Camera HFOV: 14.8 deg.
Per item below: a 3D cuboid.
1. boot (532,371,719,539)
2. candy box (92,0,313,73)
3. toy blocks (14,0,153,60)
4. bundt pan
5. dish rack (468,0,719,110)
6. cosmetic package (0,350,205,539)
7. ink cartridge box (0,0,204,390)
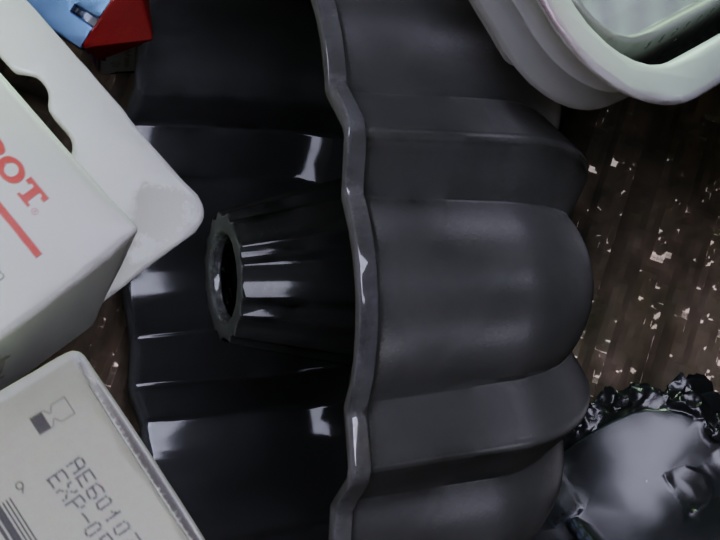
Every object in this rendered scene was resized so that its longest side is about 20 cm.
[{"bbox_3d":[0.063,0.134,0.743,0.198,0.073,0.163,-34,72,1],"label":"boot"},{"bbox_3d":[0.017,-0.134,0.809,0.200,0.061,0.137,-4,76,-7],"label":"candy box"},{"bbox_3d":[-0.146,-0.045,0.750,0.137,0.100,0.200,33,89,5],"label":"toy blocks"},{"bbox_3d":[0.000,0.000,0.705,0.076,0.202,0.202,-2,76,-19],"label":"bundt pan"},{"bbox_3d":[0.043,-0.135,0.663,0.172,0.044,0.200,-30,89,-48],"label":"dish rack"},{"bbox_3d":[-0.092,0.092,0.672,0.103,0.200,0.073,-32,81,-11],"label":"cosmetic package"},{"bbox_3d":[-0.136,-0.008,0.643,0.200,0.068,0.117,-39,84,-25],"label":"ink cartridge box"}]
